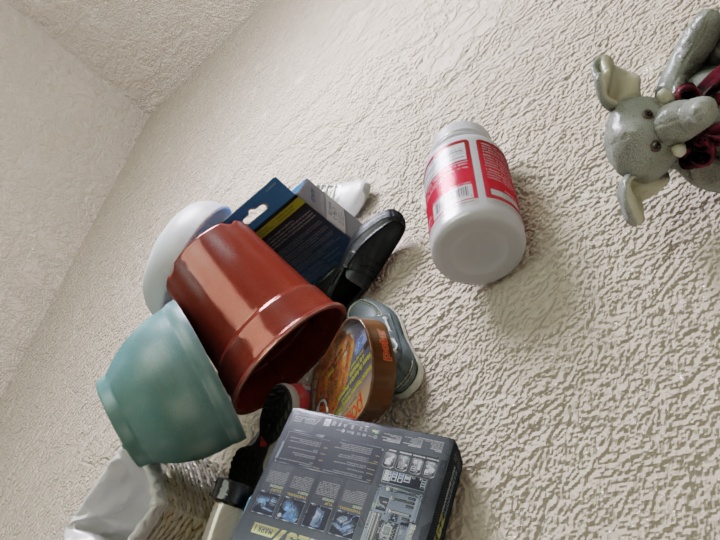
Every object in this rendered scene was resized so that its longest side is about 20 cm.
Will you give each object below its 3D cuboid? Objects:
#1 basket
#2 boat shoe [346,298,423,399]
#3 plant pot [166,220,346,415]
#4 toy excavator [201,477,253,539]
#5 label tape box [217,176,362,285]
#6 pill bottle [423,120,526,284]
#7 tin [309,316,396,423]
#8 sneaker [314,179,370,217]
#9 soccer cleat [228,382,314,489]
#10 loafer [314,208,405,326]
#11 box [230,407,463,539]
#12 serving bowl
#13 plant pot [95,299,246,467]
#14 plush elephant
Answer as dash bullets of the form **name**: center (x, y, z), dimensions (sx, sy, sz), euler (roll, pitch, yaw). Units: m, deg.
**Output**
- **basket**: center (-0.283, 0.361, 0.874), dimensions (0.202, 0.160, 0.198), euler (-53, 30, -1)
- **boat shoe**: center (0.018, 0.083, 0.826), dimensions (0.073, 0.061, 0.201), euler (-48, 31, 8)
- **plant pot**: center (-0.153, 0.052, 0.884), dimensions (0.195, 0.200, 0.201), euler (45, 99, 17)
- **toy excavator**: center (-0.089, 0.313, 0.724), dimensions (0.196, 0.194, 0.102), euler (96, -169, -61)
- **label tape box**: center (-0.105, -0.065, 0.990), dimensions (0.142, 0.199, 0.067), euler (-34, 38, 26)
- **pill bottle**: center (0.134, -0.092, 0.790), dimensions (0.111, 0.112, 0.204), euler (-33, 36, 29)
- **tin**: center (-0.013, 0.140, 0.760), dimensions (0.202, 0.041, 0.114), euler (121, 148, -44)
- **sneaker**: center (-0.064, -0.119, 1.131), dimensions (0.197, 0.080, 0.072), euler (-18, 43, 44)
- **soccer cleat**: center (-0.117, 0.239, 0.873), dimensions (0.068, 0.072, 0.204), euler (42, 114, 38)
- **loafer**: center (0.000, 0.000, 0.937), dimensions (0.201, 0.067, 0.071), euler (-49, 38, 19)
- **box**: center (-0.012, 0.231, 0.636), dimensions (0.194, 0.052, 0.160), euler (3, 47, 27)
- **serving bowl**: center (-0.272, -0.021, 0.979), dimensions (0.204, 0.064, 0.200), euler (-63, -4, -8)
- **plant pot**: center (-0.250, 0.160, 0.816), dimensions (0.132, 0.205, 0.199), euler (-28, 24, -19)
- **plush elephant**: center (0.284, -0.131, 0.562), dimensions (0.152, 0.169, 0.199), euler (-21, -1, -27)
